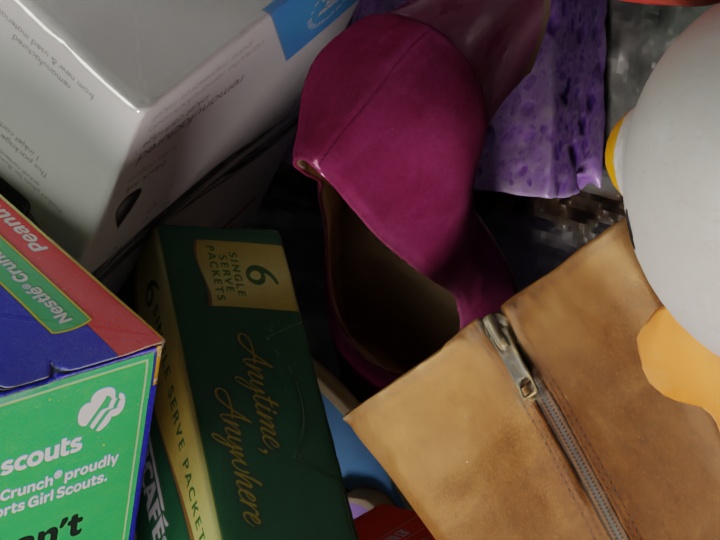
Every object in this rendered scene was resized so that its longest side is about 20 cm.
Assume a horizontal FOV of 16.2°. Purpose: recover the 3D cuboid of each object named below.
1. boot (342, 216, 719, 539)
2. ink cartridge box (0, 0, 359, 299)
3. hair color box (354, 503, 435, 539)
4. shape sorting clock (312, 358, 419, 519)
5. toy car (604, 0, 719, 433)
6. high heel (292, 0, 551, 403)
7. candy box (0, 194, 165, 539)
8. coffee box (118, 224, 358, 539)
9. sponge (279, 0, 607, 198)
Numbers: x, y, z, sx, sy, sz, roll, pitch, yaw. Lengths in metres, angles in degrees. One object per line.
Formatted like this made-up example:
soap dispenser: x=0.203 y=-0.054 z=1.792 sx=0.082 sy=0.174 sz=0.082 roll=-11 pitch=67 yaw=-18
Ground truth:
boot: x=0.053 y=0.115 z=0.640 sx=0.188 sy=0.068 sz=0.200 roll=-42 pitch=76 yaw=32
ink cartridge box: x=-0.073 y=-0.039 z=0.743 sx=0.067 sy=0.116 sz=0.200 roll=41 pitch=144 yaw=9
hair color box: x=0.077 y=0.140 z=0.704 sx=0.199 sy=0.061 sz=0.102 roll=11 pitch=105 yaw=24
shape sorting clock: x=-0.042 y=0.111 z=0.829 sx=0.200 sy=0.039 sz=0.201 roll=20 pitch=118 yaw=42
toy car: x=0.093 y=-0.048 z=0.576 sx=0.176 sy=0.184 sz=0.201 roll=9 pitch=94 yaw=32
high heel: x=0.000 y=0.000 z=0.719 sx=0.067 sy=0.096 sz=0.200 roll=30 pitch=142 yaw=20
candy box: x=-0.142 y=0.062 z=0.706 sx=0.169 sy=0.077 sz=0.201 roll=40 pitch=135 yaw=35
coffee box: x=-0.065 y=0.092 z=0.750 sx=0.200 sy=0.044 sz=0.123 roll=124 pitch=142 yaw=-46
sponge: x=-0.011 y=-0.088 z=0.791 sx=0.200 sy=0.030 sz=0.112 roll=9 pitch=104 yaw=40
